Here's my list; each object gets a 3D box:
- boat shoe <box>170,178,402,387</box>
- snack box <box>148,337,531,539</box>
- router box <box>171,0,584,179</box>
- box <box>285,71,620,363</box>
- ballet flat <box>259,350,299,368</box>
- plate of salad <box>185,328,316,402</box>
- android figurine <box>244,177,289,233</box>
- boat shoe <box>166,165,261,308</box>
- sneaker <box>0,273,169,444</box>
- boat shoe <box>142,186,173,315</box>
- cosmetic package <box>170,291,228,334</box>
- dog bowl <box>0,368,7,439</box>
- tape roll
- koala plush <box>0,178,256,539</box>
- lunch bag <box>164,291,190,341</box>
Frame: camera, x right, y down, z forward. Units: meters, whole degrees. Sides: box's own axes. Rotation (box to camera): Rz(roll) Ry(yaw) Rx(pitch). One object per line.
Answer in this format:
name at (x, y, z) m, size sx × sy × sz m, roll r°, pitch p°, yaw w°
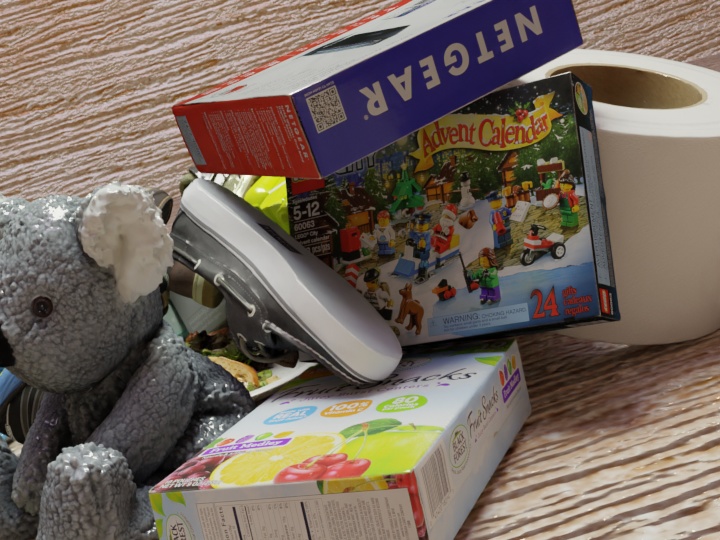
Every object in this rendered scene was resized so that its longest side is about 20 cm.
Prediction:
boat shoe at (-0.056, 0.018, 0.662) m, size 0.200 × 0.067 × 0.070 m, roll 39°, pitch 14°, yaw 34°
snack box at (-0.001, 0.095, 0.595) m, size 0.140 × 0.054 × 0.200 m, roll -8°, pitch 10°, yaw 24°
router box at (0.006, -0.121, 0.691) m, size 0.199 × 0.049 × 0.179 m, roll -30°, pitch 19°, yaw -25°
box at (0.048, -0.025, 0.669) m, size 0.198 × 0.139 × 0.038 m, roll -11°, pitch -11°, yaw 30°
ballet flat at (0.000, 0.000, 0.787) m, size 0.067 × 0.068 × 0.200 m, roll 37°, pitch 64°, yaw 24°
plate of salad at (-0.119, 0.073, 0.889) m, size 0.197 × 0.049 × 0.200 m, roll -15°, pitch 11°, yaw 3°
android figurine at (-0.010, -0.088, 0.833) m, size 0.181 × 0.041 × 0.200 m, roll -30°, pitch 16°, yaw 28°
boat shoe at (-0.115, -0.062, 0.904) m, size 0.065 × 0.072 × 0.203 m, roll 16°, pitch 53°, yaw -2°
sneaker at (-0.193, 0.060, 0.800) m, size 0.200 × 0.082 × 0.071 m, roll -47°, pitch 10°, yaw 26°
boat shoe at (-0.192, 0.016, 0.936) m, size 0.072 × 0.075 × 0.202 m, roll 19°, pitch 53°, yaw 0°
cosmetic package at (-0.081, -0.012, 1.041) m, size 0.107 × 0.091 × 0.199 m, roll -39°, pitch -9°, yaw 35°
dog bowl at (-0.317, 0.109, 0.824) m, size 0.049 × 0.113 × 0.200 m, roll 3°, pitch 14°, yaw 11°
tape roll at (0.169, -0.058, 0.759) m, size 0.200 × 0.141 × 0.203 m, roll 3°, pitch 25°, yaw -1°
koala plush at (-0.160, 0.046, 0.666) m, size 0.183 × 0.203 × 0.176 m, roll -23°, pitch 13°, yaw -42°
lunch bag at (-0.270, 0.049, 1.004) m, size 0.199 × 0.123 × 0.169 m, roll 31°, pitch 37°, yaw 31°
